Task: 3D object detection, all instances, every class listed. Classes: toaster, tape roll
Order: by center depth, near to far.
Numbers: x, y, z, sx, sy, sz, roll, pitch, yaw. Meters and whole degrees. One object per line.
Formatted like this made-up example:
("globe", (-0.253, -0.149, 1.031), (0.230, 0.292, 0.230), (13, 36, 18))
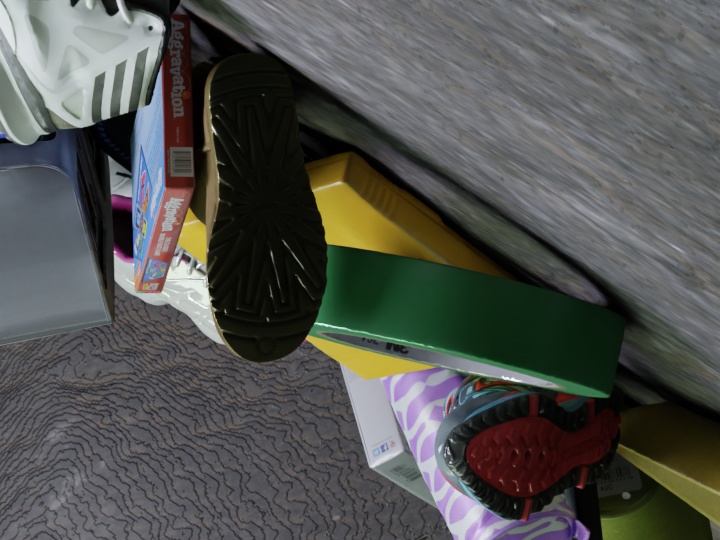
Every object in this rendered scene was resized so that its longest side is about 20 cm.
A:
("tape roll", (0.051, 0.029, 1.445), (0.200, 0.048, 0.200), (13, 175, 1))
("toaster", (-0.232, -0.059, 1.630), (0.200, 0.118, 0.181), (81, -178, -45))

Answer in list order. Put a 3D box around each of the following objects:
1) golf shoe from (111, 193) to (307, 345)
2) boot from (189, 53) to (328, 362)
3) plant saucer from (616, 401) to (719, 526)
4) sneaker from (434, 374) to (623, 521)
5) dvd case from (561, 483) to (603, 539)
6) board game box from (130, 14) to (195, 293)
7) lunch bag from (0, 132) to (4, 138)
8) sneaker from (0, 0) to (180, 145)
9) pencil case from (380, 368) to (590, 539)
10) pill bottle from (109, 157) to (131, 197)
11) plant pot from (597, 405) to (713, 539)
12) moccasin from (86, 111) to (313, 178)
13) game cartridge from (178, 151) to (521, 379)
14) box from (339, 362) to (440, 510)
("golf shoe", (-0.117, 0.000, 1.830), (0.199, 0.076, 0.092), (19, 162, 28))
("boot", (-0.069, -0.038, 1.433), (0.066, 0.176, 0.200), (0, 179, -11))
("plant saucer", (0.270, 0.154, 1.637), (0.200, 0.049, 0.200), (36, 176, -25))
("sneaker", (0.086, 0.105, 1.564), (0.095, 0.080, 0.200), (10, -174, 29))
("dvd case", (0.122, 0.110, 1.752), (0.017, 0.143, 0.200), (-8, -176, -14))
("board game box", (-0.116, -0.064, 1.463), (0.019, 0.103, 0.200), (1, 163, -10))
("lunch bag", (-0.226, -0.147, 1.449), (0.199, 0.124, 0.170), (6, 169, 7))
("sneaker", (-0.157, -0.161, 1.288), (0.076, 0.115, 0.201), (-87, -19, -50))
("pencil case", (0.076, 0.112, 1.691), (0.084, 0.085, 0.200), (105, 148, -53))
("pill bottle", (-0.161, -0.063, 1.973), (0.111, 0.112, 0.200), (30, 174, 39))
("plant pot", (0.182, 0.181, 1.895), (0.187, 0.187, 0.200), (32, 159, 17))
("moccasin", (-0.080, -0.071, 1.627), (0.199, 0.081, 0.068), (21, -171, -22))
("game cartridge", (0.000, 0.000, 1.587), (0.176, 0.033, 0.200), (-12, 139, 44))
("box", (0.029, 0.082, 1.950), (0.144, 0.036, 0.201), (37, -148, -53))
